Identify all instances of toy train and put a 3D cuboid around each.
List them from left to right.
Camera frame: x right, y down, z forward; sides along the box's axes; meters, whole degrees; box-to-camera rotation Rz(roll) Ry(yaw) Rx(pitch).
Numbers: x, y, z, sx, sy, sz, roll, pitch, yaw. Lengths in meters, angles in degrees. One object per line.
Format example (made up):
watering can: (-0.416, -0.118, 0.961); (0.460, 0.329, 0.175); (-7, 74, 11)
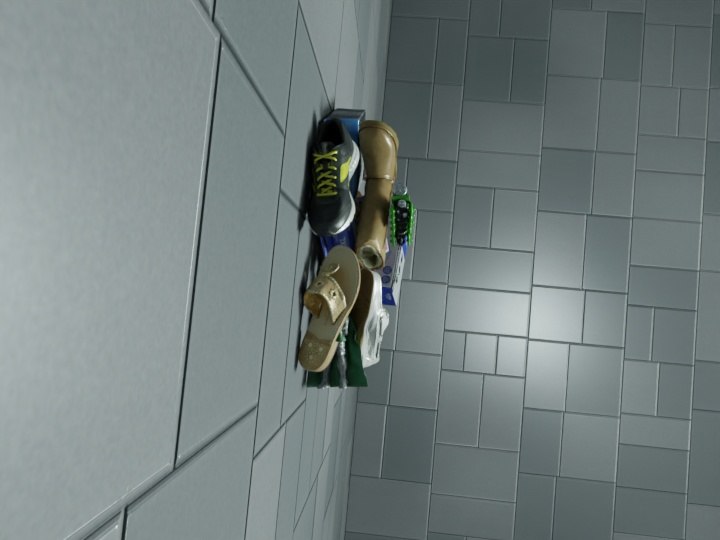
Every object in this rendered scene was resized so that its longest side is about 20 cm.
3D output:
toy train: (0.070, -0.092, 0.923); (0.200, 0.042, 0.057); (77, 11, -74)

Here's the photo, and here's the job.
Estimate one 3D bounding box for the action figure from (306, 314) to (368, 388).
action figure: (-0.051, 0.108, 0.950); (0.055, 0.118, 0.200); (25, 61, -74)

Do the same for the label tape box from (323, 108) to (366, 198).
label tape box: (-0.030, -0.209, 0.968); (0.200, 0.066, 0.144); (-81, 175, -66)

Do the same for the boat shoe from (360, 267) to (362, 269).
boat shoe: (0.000, 0.000, 1.072); (0.071, 0.072, 0.200); (115, -30, -86)

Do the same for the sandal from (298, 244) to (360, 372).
sandal: (-0.058, 0.053, 0.838); (0.070, 0.077, 0.212); (36, 67, -65)

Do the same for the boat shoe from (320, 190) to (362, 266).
boat shoe: (-0.041, -0.084, 1.047); (0.065, 0.072, 0.200); (-28, -135, 43)

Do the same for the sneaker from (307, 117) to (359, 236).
sneaker: (-0.051, -0.143, 0.800); (0.085, 0.074, 0.200); (63, 26, -54)

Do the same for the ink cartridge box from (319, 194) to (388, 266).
ink cartridge box: (-0.010, -0.069, 0.971); (0.200, 0.042, 0.120); (-28, 110, -59)

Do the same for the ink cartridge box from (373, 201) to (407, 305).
ink cartridge box: (0.066, -0.036, 1.119); (0.094, 0.044, 0.200); (68, 30, -61)

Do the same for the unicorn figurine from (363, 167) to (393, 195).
unicorn figurine: (0.001, -0.227, 1.136); (0.137, 0.074, 0.200); (161, -82, -67)

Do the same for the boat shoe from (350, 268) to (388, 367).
boat shoe: (0.018, 0.087, 0.979); (0.071, 0.069, 0.200); (40, -51, 50)

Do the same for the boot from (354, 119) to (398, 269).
boot: (0.025, -0.126, 0.909); (0.175, 0.066, 0.200); (60, 36, -60)
